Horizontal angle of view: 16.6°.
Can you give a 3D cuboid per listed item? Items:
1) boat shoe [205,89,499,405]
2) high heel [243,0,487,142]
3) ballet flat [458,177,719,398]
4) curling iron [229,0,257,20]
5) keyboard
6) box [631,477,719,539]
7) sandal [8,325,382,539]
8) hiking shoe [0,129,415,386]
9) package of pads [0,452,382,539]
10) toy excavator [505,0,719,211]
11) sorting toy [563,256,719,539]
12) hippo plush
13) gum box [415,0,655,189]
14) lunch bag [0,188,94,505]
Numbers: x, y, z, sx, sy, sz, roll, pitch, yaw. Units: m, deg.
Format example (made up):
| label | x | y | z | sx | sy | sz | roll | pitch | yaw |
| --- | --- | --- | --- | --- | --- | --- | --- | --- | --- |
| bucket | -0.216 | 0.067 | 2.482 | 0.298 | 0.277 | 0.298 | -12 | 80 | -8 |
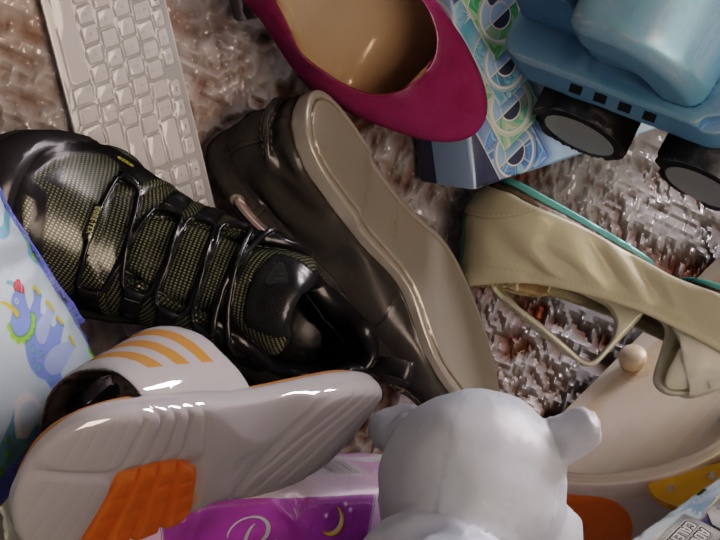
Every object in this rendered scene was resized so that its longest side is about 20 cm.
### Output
| label | x | y | z | sx | sy | sz | roll | pitch | yaw |
| --- | --- | --- | --- | --- | --- | --- | --- | --- | --- |
| boat shoe | 0.000 | 0.000 | 1.112 | 0.200 | 0.057 | 0.067 | 56 | 32 | -34 |
| high heel | -0.004 | -0.106 | 1.030 | 0.200 | 0.096 | 0.068 | 35 | 93 | -31 |
| ballet flat | 0.135 | 0.024 | 1.161 | 0.199 | 0.069 | 0.070 | 24 | 79 | 2 |
| curling iron | -0.055 | -0.206 | 1.044 | 0.049 | 0.026 | 0.201 | -14 | 106 | -35 |
| keyboard | -0.099 | -0.073 | 1.040 | 0.056 | 0.011 | 0.201 | -25 | 112 | -34 |
| box | 0.148 | 0.190 | 1.161 | 0.137 | 0.040 | 0.201 | -29 | 141 | -41 |
| sandal | -0.073 | 0.057 | 0.951 | 0.206 | 0.059 | 0.079 | -6 | 138 | -56 |
| hiking shoe | -0.067 | -0.005 | 1.004 | 0.200 | 0.100 | 0.076 | 28 | 69 | -37 |
| package of pads | -0.070 | 0.138 | 1.026 | 0.199 | 0.076 | 0.121 | 2 | 98 | -39 |
| toy excavator | 0.098 | -0.133 | 1.065 | 0.100 | 0.194 | 0.200 | -60 | 155 | -13 |
| sorting toy | 0.178 | 0.113 | 1.255 | 0.200 | 0.107 | 0.181 | -42 | 140 | -26 |
| hippo plush | 0.015 | 0.123 | 0.981 | 0.161 | 0.158 | 0.201 | -74 | 153 | -45 |
| gum box | 0.105 | -0.146 | 1.171 | 0.199 | 0.044 | 0.171 | -18 | 108 | -34 |
| lunch bag | -0.205 | 0.029 | 0.896 | 0.200 | 0.127 | 0.171 | -41 | 119 | -25 |
